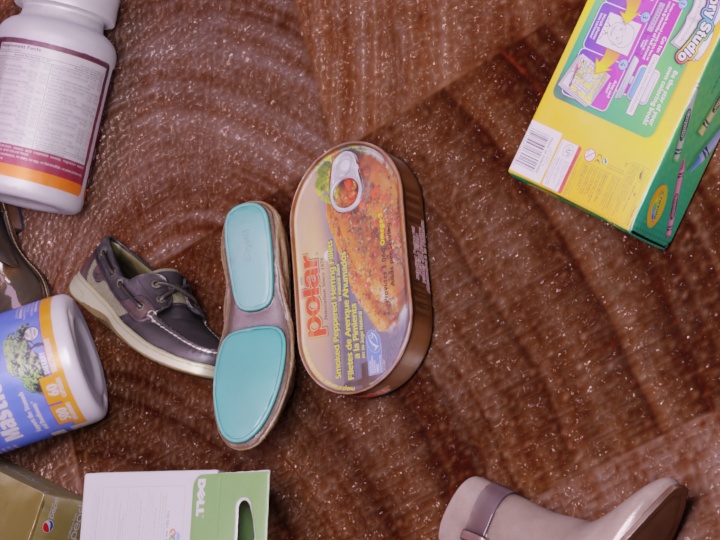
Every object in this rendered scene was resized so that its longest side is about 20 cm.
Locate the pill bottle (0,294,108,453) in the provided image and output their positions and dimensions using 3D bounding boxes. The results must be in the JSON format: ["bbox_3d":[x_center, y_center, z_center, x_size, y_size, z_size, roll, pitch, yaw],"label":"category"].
[{"bbox_3d":[-0.321,0.102,1.716,0.198,0.112,0.113,-19,64,2],"label":"pill bottle"}]

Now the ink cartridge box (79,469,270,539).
[{"bbox_3d":[-0.133,0.213,1.620,0.199,0.059,0.105,-6,75,37],"label":"ink cartridge box"}]

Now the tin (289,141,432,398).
[{"bbox_3d":[0.000,0.000,1.588,0.111,0.042,0.202,-15,69,30],"label":"tin"}]

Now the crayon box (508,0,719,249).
[{"bbox_3d":[0.202,-0.132,1.450,0.118,0.058,0.201,29,96,39],"label":"crayon box"}]

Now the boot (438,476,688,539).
[{"bbox_3d":[0.123,0.191,1.420,0.146,0.070,0.201,42,104,40],"label":"boot"}]

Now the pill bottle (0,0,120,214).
[{"bbox_3d":[-0.275,-0.157,1.799,0.109,0.109,0.202,7,83,39],"label":"pill bottle"}]

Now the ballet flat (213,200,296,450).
[{"bbox_3d":[-0.078,0.046,1.613,0.067,0.072,0.202,-9,72,17],"label":"ballet flat"}]

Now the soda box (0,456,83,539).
[{"bbox_3d":[-0.321,0.195,1.767,0.199,0.068,0.065,18,88,40],"label":"soda box"}]

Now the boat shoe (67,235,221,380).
[{"bbox_3d":[-0.170,0.028,1.691,0.200,0.071,0.067,30,102,44],"label":"boat shoe"}]

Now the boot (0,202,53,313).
[{"bbox_3d":[-0.337,0.000,1.813,0.075,0.097,0.201,-39,57,24],"label":"boot"}]
